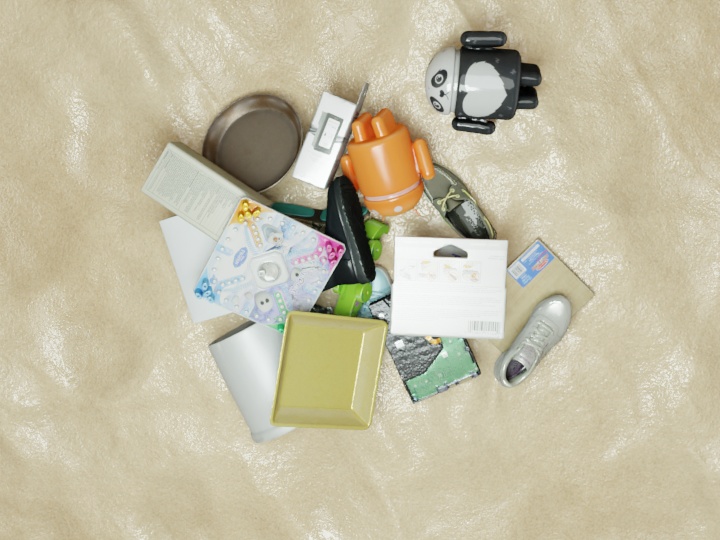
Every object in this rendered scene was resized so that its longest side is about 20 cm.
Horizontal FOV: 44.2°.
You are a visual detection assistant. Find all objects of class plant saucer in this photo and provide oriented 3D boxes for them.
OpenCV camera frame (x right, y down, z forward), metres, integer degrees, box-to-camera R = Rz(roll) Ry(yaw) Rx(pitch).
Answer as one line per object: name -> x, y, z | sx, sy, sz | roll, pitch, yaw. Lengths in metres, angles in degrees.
plant saucer -> -0.062, 0.174, 1.554 | 0.200, 0.048, 0.201 | 8, 93, -29
plant saucer -> -0.193, -0.224, 1.608 | 0.200, 0.032, 0.201 | -6, 71, 17

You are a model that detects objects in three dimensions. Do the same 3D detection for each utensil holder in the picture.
utensil holder -> -0.168, 0.190, 1.639 | 0.170, 0.170, 0.200 | -27, 95, 8

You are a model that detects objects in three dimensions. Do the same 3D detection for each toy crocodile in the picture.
toy crocodile -> 0.000, 0.000, 1.628 | 0.067, 0.062, 0.201 | 11, 82, 32

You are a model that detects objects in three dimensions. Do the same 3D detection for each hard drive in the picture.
hard drive -> 0.117, 0.124, 1.605 | 0.139, 0.038, 0.200 | -25, 95, 8

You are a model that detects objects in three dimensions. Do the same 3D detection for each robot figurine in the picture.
robot figurine -> 0.047, -0.183, 1.574 | 0.144, 0.117, 0.200 | -22, 112, -11
robot figurine -> 0.212, -0.326, 1.545 | 0.199, 0.125, 0.151 | 5, 81, 4

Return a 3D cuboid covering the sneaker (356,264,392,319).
sneaker -> 0.025, 0.092, 1.649 | 0.074, 0.082, 0.201 | 2, 96, 3

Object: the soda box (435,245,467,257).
soda box -> 0.151, 0.045, 1.641 | 0.068, 0.063, 0.201 | 18, 100, 2

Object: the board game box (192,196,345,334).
board game box -> -0.156, 0.002, 1.514 | 0.200, 0.026, 0.200 | 25, 108, -16

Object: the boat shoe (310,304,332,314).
boat shoe -> -0.077, 0.095, 1.672 | 0.062, 0.073, 0.200 | -29, 98, -7

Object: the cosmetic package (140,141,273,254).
cosmetic package -> -0.264, -0.127, 1.533 | 0.200, 0.073, 0.104 | 34, 100, -1

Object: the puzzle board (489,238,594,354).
puzzle board -> 0.312, 0.062, 1.655 | 0.151, 0.017, 0.200 | 44, 99, -2

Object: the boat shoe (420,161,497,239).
boat shoe -> 0.175, -0.119, 1.614 | 0.072, 0.060, 0.202 | -40, 94, 10

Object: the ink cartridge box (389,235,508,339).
ink cartridge box -> 0.154, 0.027, 1.546 | 0.199, 0.045, 0.177 | 3, 100, 4

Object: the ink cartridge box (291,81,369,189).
ink cartridge box -> -0.052, -0.252, 1.585 | 0.068, 0.116, 0.200 | 22, 100, 0

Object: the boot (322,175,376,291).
boot -> -0.074, -0.055, 1.576 | 0.168, 0.076, 0.201 | -11, 98, 24

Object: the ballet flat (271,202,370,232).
ballet flat -> -0.078, -0.085, 1.647 | 0.199, 0.068, 0.075 | 2, 121, 10

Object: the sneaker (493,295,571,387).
sneaker -> 0.319, 0.136, 1.608 | 0.075, 0.100, 0.200 | 35, 99, 2

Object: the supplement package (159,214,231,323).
supplement package -> -0.256, -0.025, 1.641 | 0.155, 0.111, 0.201 | -16, 97, 7
